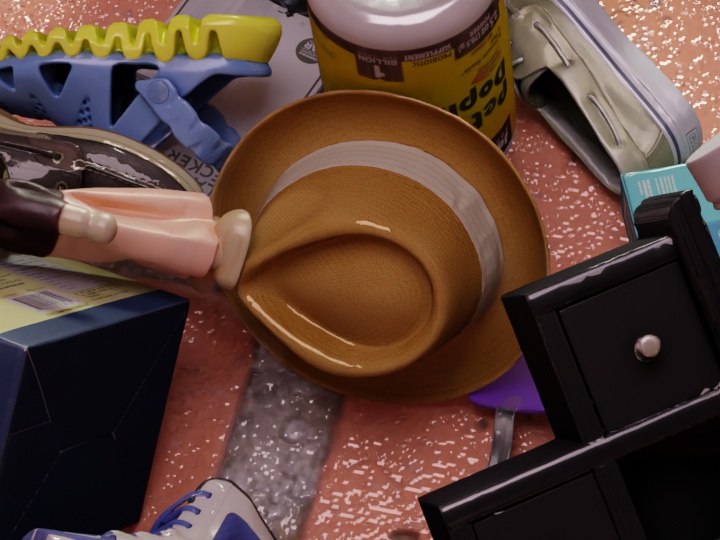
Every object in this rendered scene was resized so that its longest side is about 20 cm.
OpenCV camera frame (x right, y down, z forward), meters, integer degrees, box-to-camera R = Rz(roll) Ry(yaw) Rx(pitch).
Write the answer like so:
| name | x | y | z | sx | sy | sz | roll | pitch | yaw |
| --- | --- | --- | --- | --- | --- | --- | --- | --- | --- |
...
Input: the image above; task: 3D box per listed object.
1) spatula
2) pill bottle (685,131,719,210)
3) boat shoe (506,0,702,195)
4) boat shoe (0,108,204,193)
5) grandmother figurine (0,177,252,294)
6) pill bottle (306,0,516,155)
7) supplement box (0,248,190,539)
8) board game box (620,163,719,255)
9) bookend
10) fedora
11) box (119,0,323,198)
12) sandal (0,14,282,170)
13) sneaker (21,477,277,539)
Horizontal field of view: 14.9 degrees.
| name | x | y | z | sx | sy | sz | roll | pitch | yaw |
| --- | --- | --- | --- | --- | --- | --- | --- | --- | --- |
| spatula | 0.072 | 0.114 | 1.503 | 0.056 | 0.021 | 0.201 | 6 | 60 | 26 |
| pill bottle | 0.250 | 0.006 | 1.363 | 0.111 | 0.111 | 0.200 | -35 | 93 | -15 |
| boat shoe | 0.116 | -0.125 | 1.619 | 0.062 | 0.072 | 0.200 | -33 | 61 | -24 |
| boat shoe | -0.186 | -0.045 | 1.548 | 0.199 | 0.074 | 0.065 | 15 | 41 | 12 |
| grandmother figurine | -0.166 | -0.028 | 1.458 | 0.199 | 0.121 | 0.061 | 11 | 72 | -25 |
| pill bottle | 0.031 | -0.114 | 1.547 | 0.109 | 0.200 | 0.110 | -4 | 56 | 5 |
| supplement box | -0.230 | 0.059 | 1.453 | 0.199 | 0.200 | 0.135 | 18 | 102 | 18 |
| board game box | 0.258 | 0.001 | 1.537 | 0.199 | 0.047 | 0.152 | -11 | 58 | 0 |
| bookend | 0.110 | 0.088 | 1.418 | 0.198 | 0.092 | 0.201 | -21 | 92 | -7 |
| fedora | 0.000 | 0.000 | 1.485 | 0.199 | 0.202 | 0.082 | 14 | 26 | 16 |
| box | -0.068 | -0.107 | 1.640 | 0.116 | 0.060 | 0.200 | 26 | 65 | 22 |
| sandal | -0.140 | -0.097 | 1.566 | 0.199 | 0.079 | 0.088 | -3 | 92 | 19 |
| sneaker | -0.102 | 0.163 | 1.432 | 0.081 | 0.199 | 0.115 | -51 | 38 | 26 |
